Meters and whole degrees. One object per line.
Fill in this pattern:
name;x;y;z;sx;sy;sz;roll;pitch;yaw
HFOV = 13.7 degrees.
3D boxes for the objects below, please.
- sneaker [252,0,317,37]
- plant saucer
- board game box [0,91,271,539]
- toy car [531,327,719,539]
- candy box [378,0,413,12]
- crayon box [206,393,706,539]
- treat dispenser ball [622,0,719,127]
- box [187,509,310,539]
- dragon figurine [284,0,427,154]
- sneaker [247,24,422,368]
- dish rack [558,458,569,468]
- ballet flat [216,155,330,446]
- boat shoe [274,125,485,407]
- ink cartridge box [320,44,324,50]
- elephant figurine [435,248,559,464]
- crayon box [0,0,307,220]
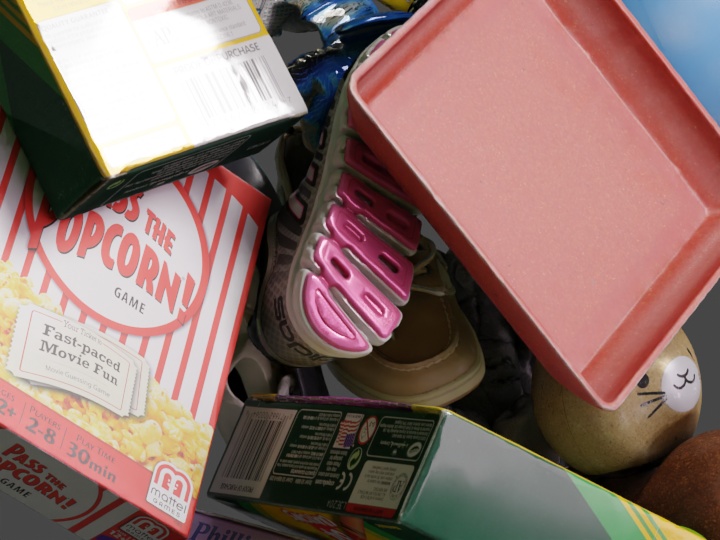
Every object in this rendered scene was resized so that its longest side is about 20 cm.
sneaker;-0.089;-0.127;1.510;0.199;0.077;0.087;4;82;-49
plant saucer;0.093;-0.053;1.453;0.200;0.037;0.200;51;44;-7
board game box;-0.129;0.012;1.357;0.151;0.046;0.201;33;47;-25
toy car;0.147;0.067;1.508;0.164;0.157;0.201;-22;100;-43
candy box;0.023;-0.156;1.623;0.199;0.026;0.102;32;8;-22
crayon box;0.050;0.117;1.343;0.172;0.200;0.059;29;77;-23
treat dispenser ball;0.206;-0.153;1.866;0.201;0.200;0.202;31;52;-50
box;0.012;0.201;1.398;0.200;0.175;0.097;37;71;-48
dragon figurine;-0.006;-0.110;1.515;0.199;0.059;0.100;0;110;-41
sneaker;-0.007;-0.033;1.447;0.074;0.087;0.201;33;54;-22
dish rack;0.138;0.170;1.687;0.153;0.054;0.201;-176;-110;-80
ballet flat;-0.058;0.032;1.485;0.073;0.073;0.201;-29;105;-59
boat shoe;0.000;0.000;1.512;0.200;0.073;0.063;50;-19;49
ink cartridge box;0.075;-0.061;1.616;0.067;0.200;0.116;-60;153;10
elephant figurine;0.040;0.094;1.566;0.155;0.141;0.201;32;45;-22
crayon box;-0.124;-0.135;1.369;0.125;0.052;0.201;-20;81;-41
